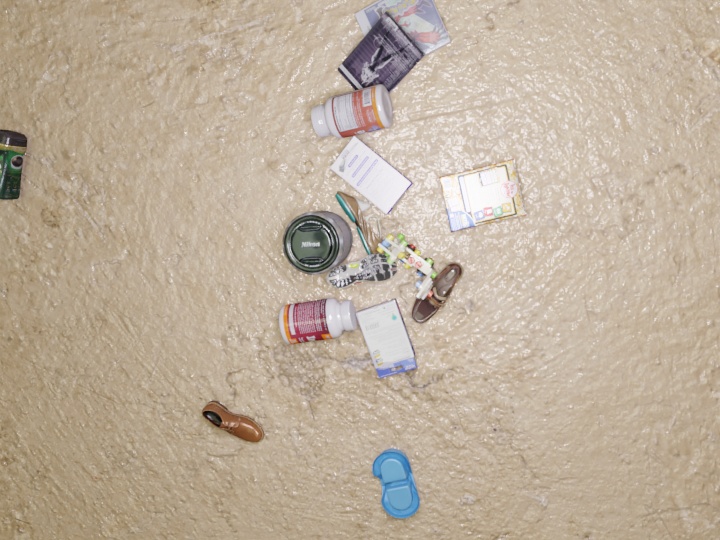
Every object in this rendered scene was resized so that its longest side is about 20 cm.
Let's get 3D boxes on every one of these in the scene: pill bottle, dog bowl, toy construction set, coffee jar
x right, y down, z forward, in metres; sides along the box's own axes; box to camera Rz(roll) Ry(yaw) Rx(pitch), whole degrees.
[{"bbox_3d":[-0.023,-0.411,1.589,0.199,0.112,0.113,-8,96,21],"label":"pill bottle"},{"bbox_3d":[0.104,0.604,1.735,0.111,0.050,0.201,-15,94,11],"label":"dog bowl"},{"bbox_3d":[-0.116,0.138,1.680,0.199,0.113,0.113,-9,96,11],"label":"pill bottle"},{"bbox_3d":[0.136,-0.020,1.608,0.092,0.131,0.200,-39,90,12],"label":"toy construction set"},{"bbox_3d":[-1.049,-0.313,1.784,0.085,0.104,0.201,15,99,4],"label":"coffee jar"}]

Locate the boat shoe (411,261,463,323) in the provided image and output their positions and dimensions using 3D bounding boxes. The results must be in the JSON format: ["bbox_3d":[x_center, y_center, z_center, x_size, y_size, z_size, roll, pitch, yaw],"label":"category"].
[{"bbox_3d":[0.205,0.063,1.637,0.072,0.072,0.200,40,101,3],"label":"boat shoe"}]

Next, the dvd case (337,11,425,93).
[{"bbox_3d":[0.052,-0.547,1.588,0.149,0.016,0.200,48,118,1],"label":"dvd case"}]

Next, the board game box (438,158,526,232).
[{"bbox_3d":[0.320,-0.196,1.598,0.199,0.046,0.152,-12,95,11],"label":"board game box"}]

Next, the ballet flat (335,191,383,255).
[{"bbox_3d":[0.008,-0.140,1.654,0.072,0.068,0.200,-30,92,-8],"label":"ballet flat"}]

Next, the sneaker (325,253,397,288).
[{"bbox_3d":[0.000,0.000,1.664,0.199,0.085,0.077,-9,90,-12],"label":"sneaker"}]

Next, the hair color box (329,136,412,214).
[{"bbox_3d":[0.030,-0.256,1.631,0.200,0.065,0.109,40,102,1],"label":"hair color box"}]

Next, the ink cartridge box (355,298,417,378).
[{"bbox_3d":[0.075,0.190,1.692,0.119,0.042,0.201,-19,91,11],"label":"ink cartridge box"}]

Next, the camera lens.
[{"bbox_3d":[-0.108,-0.077,1.606,0.159,0.200,0.161,1,98,9],"label":"camera lens"}]

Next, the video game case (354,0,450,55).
[{"bbox_3d":[0.110,-0.636,1.589,0.199,0.023,0.183,-24,93,11],"label":"video game case"}]

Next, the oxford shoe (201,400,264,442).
[{"bbox_3d":[-0.380,0.458,1.788,0.199,0.071,0.072,25,99,4],"label":"oxford shoe"}]
